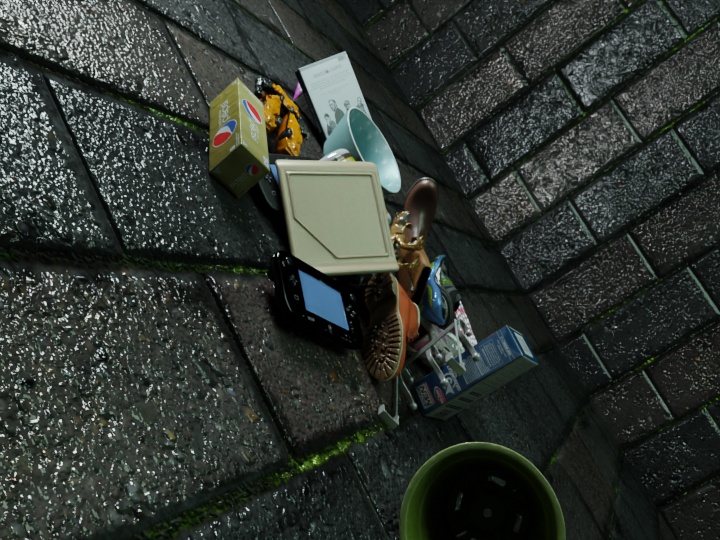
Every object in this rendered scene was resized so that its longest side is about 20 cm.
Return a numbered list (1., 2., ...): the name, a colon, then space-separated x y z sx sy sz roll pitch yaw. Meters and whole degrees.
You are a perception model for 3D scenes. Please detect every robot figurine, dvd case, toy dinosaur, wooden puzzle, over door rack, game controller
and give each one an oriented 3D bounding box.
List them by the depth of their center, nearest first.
1. game controller: -0.058 0.046 1.001 0.199 0.042 0.106 32 30 -53
2. over door rack: 0.111 0.164 1.103 0.067 0.147 0.200 48 17 -3
3. wooden puzzle: -0.039 -0.083 1.130 0.181 0.037 0.205 -3 69 -29
4. game controller: -0.110 -0.140 1.166 0.199 0.042 0.106 -10 65 -59
5. toy dinosaur: 0.047 -0.032 1.209 0.200 0.104 0.062 -44 143 -48
6. robot figurine: -0.155 -0.274 1.303 0.145 0.058 0.202 48 20 -27
7. dvd case: -0.052 -0.376 1.606 0.149 0.024 0.204 -31 104 -36

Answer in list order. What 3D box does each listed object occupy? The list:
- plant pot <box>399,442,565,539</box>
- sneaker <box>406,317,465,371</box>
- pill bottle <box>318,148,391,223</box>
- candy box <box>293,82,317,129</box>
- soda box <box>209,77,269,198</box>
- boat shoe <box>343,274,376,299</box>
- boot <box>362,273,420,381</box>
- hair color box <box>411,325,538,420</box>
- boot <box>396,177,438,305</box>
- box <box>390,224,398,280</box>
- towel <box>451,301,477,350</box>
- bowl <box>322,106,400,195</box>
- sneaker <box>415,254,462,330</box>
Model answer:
1. plant pot: 0.161 0.328 0.929 0.203 0.197 0.190 61 5 17
2. sneaker: 0.121 0.135 1.307 0.200 0.081 0.088 46 20 -7
3. pill bottle: -0.016 -0.112 1.305 0.202 0.108 0.109 57 17 2
4. candy box: -0.071 -0.365 1.685 0.201 0.060 0.137 49 21 -24
5. soda box: -0.186 -0.205 1.079 0.064 0.067 0.202 42 23 -36
6. boat shoe: 0.000 0.000 1.227 0.068 0.071 0.203 -38 106 -46
7. boot: 0.061 0.104 1.151 0.107 0.074 0.203 44 34 -34
8. hair color box: 0.193 0.177 1.207 0.100 0.198 0.061 27 32 -56
9. boot: 0.101 -0.051 1.287 0.067 0.191 0.201 22 25 -11
10. box: 0.075 -0.015 1.484 0.161 0.049 0.203 30 31 -57
11. towel: 0.192 0.153 1.420 0.202 0.029 0.149 -106 -166 -45
12. bowl: -0.008 -0.233 1.523 0.201 0.104 0.204 44 31 -35
13. sneaker: 0.144 0.042 1.317 0.083 0.070 0.201 42 26 -19
